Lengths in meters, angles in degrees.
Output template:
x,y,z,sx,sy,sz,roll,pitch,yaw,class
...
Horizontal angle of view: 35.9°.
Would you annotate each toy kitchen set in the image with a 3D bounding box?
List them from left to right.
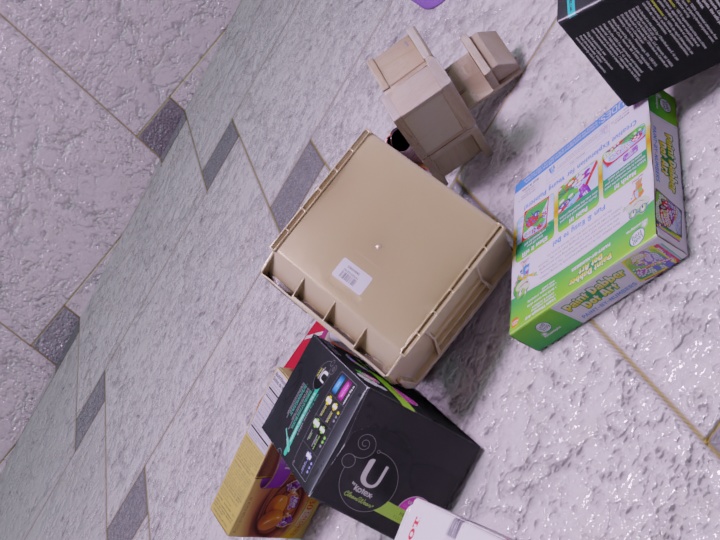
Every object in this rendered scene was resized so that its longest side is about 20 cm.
x,y,z,sx,sy,sz,roll,pitch,yaw,class
0.096,-0.252,1.340,0.162,0.180,0.202,-33,60,8,toy kitchen set

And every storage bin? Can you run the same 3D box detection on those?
x,y,z,sx,sy,sz,roll,pitch,yaw,class
0.030,-0.011,1.185,0.199,0.199,0.094,-51,-22,-5,storage bin

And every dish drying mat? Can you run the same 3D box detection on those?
x,y,z,sx,sy,sz,roll,pitch,yaw,class
-0.095,0.149,1.585,0.201,0.018,0.077,-54,24,21,dish drying mat

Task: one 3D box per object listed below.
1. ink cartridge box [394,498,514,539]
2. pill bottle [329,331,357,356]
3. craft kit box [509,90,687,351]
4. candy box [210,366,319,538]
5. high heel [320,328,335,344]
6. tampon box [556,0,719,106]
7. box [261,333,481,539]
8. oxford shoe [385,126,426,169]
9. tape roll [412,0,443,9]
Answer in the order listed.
x,y,z,sx,sy,sz,roll,pitch,yaw,class
0.092,0.289,0.924,0.199,0.082,0.149,4,69,66,ink cartridge box
0.051,0.009,1.287,0.115,0.115,0.203,3,68,66,pill bottle
0.223,-0.052,1.072,0.200,0.048,0.200,-40,29,44,craft kit box
-0.083,0.218,1.314,0.056,0.115,0.202,42,111,45,candy box
-0.062,0.157,1.441,0.095,0.067,0.204,-8,70,51,high heel
0.294,-0.276,1.003,0.198,0.126,0.152,-22,43,37,tampon box
0.005,0.174,1.161,0.126,0.147,0.200,-60,22,1,box
0.064,-0.175,1.524,0.199,0.072,0.072,2,66,66,oxford shoe
0.129,-0.525,1.784,0.200,0.065,0.202,-48,26,32,tape roll
